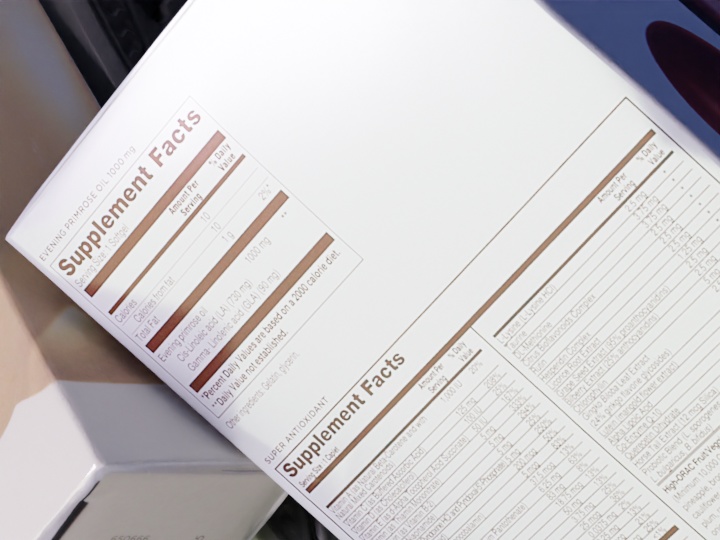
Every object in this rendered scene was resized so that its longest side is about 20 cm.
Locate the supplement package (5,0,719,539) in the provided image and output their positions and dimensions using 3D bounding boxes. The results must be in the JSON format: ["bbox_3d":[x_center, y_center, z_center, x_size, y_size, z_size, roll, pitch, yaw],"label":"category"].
[{"bbox_3d":[0.062,-0.024,0.742,0.200,0.191,0.147,42,123,-1],"label":"supplement package"}]

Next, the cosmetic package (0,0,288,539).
[{"bbox_3d":[-0.107,0.006,0.769,0.105,0.071,0.200,-52,55,28],"label":"cosmetic package"}]

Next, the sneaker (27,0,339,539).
[{"bbox_3d":[-0.058,0.012,0.827,0.114,0.076,0.200,-47,62,43],"label":"sneaker"}]
